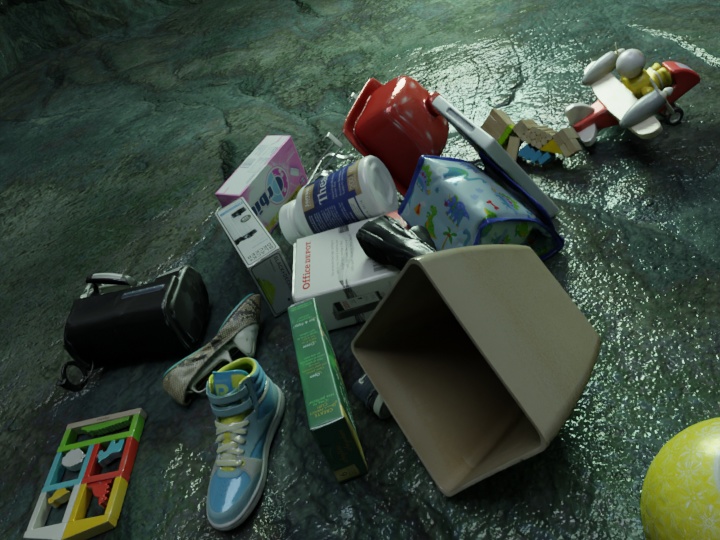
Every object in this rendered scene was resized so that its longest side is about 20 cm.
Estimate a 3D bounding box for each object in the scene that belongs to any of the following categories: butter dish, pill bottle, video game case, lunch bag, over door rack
[{"bbox_3d":[0.093,-0.262,1.008,0.147,0.199,0.202,-30,27,44],"label":"butter dish"},{"bbox_3d":[-0.042,-0.110,0.977,0.197,0.111,0.112,-20,37,29],"label":"pill bottle"},{"bbox_3d":[0.215,-0.183,0.903,0.023,0.199,0.183,-46,39,14],"label":"video game case"},{"bbox_3d":[0.186,-0.083,0.833,0.197,0.129,0.171,-2,41,-35],"label":"lunch bag"},{"bbox_3d":[-0.050,-0.208,1.071,0.066,0.201,0.149,28,49,-6],"label":"over door rack"}]

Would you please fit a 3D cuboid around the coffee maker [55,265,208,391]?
[{"bbox_3d":[-0.363,0.096,0.927,0.196,0.135,0.196,-10,65,16],"label":"coffee maker"}]

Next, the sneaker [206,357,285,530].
[{"bbox_3d":[-0.163,0.200,0.703,0.078,0.132,0.202,-6,44,16],"label":"sneaker"}]

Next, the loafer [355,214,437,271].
[{"bbox_3d":[0.072,-0.030,0.762,0.070,0.069,0.199,-43,41,-14],"label":"loafer"}]

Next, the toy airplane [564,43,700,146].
[{"bbox_3d":[0.443,-0.302,0.959,0.198,0.143,0.199,22,58,39],"label":"toy airplane"}]

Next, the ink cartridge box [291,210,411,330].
[{"bbox_3d":[0.000,0.000,0.880,0.196,0.084,0.148,-15,41,8],"label":"ink cartridge box"}]

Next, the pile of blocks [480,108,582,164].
[{"bbox_3d":[0.307,-0.232,1.015,0.061,0.084,0.198,-15,34,-42],"label":"pile of blocks"}]

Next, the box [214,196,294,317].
[{"bbox_3d":[-0.175,-0.028,0.963,0.059,0.118,0.200,-30,42,-11],"label":"box"}]

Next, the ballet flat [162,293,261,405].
[{"bbox_3d":[-0.208,0.127,0.863,0.075,0.068,0.200,40,73,23],"label":"ballet flat"}]

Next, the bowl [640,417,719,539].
[{"bbox_3d":[0.354,0.201,0.488,0.196,0.109,0.202,-12,41,11],"label":"bowl"}]

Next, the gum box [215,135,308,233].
[{"bbox_3d":[-0.186,-0.168,1.118,0.065,0.115,0.202,8,49,30],"label":"gum box"}]

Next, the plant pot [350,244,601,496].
[{"bbox_3d":[0.136,0.086,0.615,0.175,0.201,0.201,-24,70,-32],"label":"plant pot"}]

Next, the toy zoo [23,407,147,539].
[{"bbox_3d":[-0.381,0.294,0.784,0.128,0.021,0.202,-14,42,9],"label":"toy zoo"}]

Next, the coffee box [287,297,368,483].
[{"bbox_3d":[-0.044,0.147,0.716,0.043,0.125,0.202,-18,39,-1],"label":"coffee box"}]

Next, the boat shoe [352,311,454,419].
[{"bbox_3d":[0.069,0.103,0.751,0.061,0.075,0.201,31,72,31],"label":"boat shoe"}]
